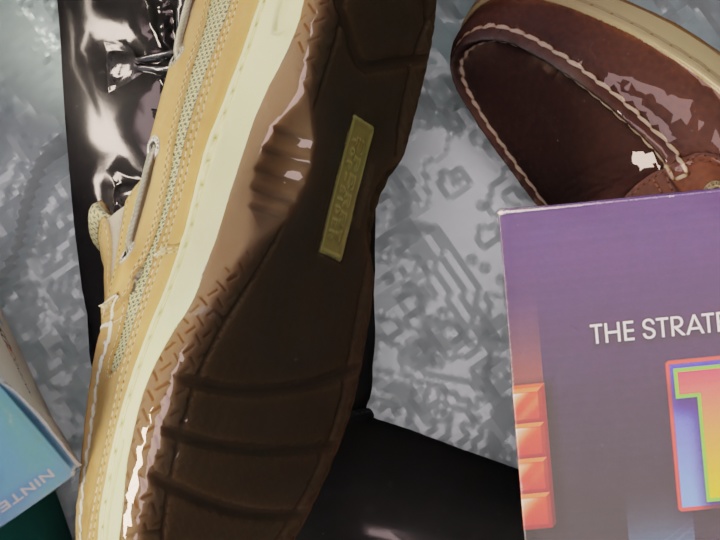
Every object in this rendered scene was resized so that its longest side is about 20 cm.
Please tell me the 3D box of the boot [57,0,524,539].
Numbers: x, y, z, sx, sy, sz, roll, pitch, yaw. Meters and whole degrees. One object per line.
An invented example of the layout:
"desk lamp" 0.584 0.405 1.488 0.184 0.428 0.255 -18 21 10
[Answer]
"boot" -0.001 0.000 0.858 0.164 0.066 0.201 -3 80 1

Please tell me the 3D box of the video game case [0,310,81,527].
"video game case" -0.193 0.046 0.816 0.200 0.045 0.181 -35 42 0

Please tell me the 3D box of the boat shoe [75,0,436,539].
"boat shoe" -0.040 -0.001 0.800 0.076 0.072 0.201 5 69 38

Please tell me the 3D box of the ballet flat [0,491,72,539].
"ballet flat" -0.100 0.143 0.845 0.073 0.073 0.201 -18 90 2

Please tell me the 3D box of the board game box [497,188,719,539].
"board game box" 0.140 0.058 0.761 0.199 0.057 0.166 -6 83 9

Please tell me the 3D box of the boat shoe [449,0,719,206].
"boat shoe" 0.093 0.002 0.831 0.200 0.072 0.072 46 54 5
